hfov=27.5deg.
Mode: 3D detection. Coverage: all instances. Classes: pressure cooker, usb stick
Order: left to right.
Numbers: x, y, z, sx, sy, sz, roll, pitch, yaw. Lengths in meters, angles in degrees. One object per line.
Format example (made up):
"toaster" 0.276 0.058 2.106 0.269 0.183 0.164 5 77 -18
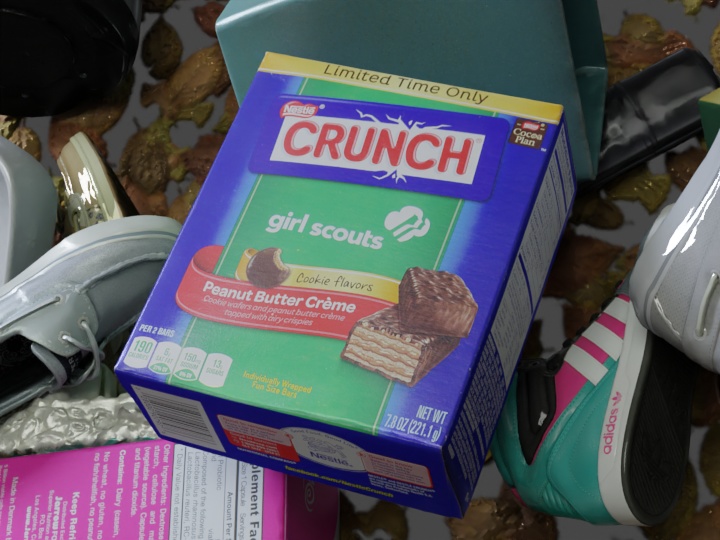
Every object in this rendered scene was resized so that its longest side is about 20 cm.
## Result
"pressure cooker" -0.234 -0.230 1.013 0.178 0.175 0.201 -21 54 35
"usb stick" 0.129 -0.070 0.893 0.199 0.033 0.056 -28 65 2

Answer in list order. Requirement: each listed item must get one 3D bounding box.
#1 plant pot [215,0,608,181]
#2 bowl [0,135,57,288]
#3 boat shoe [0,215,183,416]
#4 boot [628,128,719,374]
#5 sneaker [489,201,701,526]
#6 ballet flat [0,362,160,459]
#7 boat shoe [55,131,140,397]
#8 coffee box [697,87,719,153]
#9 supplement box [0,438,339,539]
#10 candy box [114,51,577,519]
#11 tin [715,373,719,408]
"plant pot" 0.030 -0.132 0.843 0.198 0.142 0.142 -7 30 17
"bowl" -0.272 -0.010 0.933 0.199 0.074 0.201 25 109 29
"boat shoe" -0.177 0.041 0.830 0.200 0.070 0.072 -28 47 -8
"boot" 0.210 -0.038 0.678 0.096 0.073 0.201 42 113 42
"sneaker" 0.124 0.052 0.798 0.120 0.084 0.201 -11 41 39
"ballet flat" -0.128 0.083 0.852 0.198 0.072 0.072 -5 62 8
"boat shoe" -0.162 0.000 0.928 0.062 0.073 0.201 -25 59 1
"coffee box" 0.295 -0.106 0.788 0.199 0.044 0.123 -29 26 -18
"supplement box" -0.118 0.159 0.813 0.198 0.101 0.104 -7 60 14
"candy box" 0.000 0.000 0.729 0.168 0.077 0.201 11 58 19
"tin" 0.288 0.052 0.774 0.198 0.042 0.113 -16 56 10
